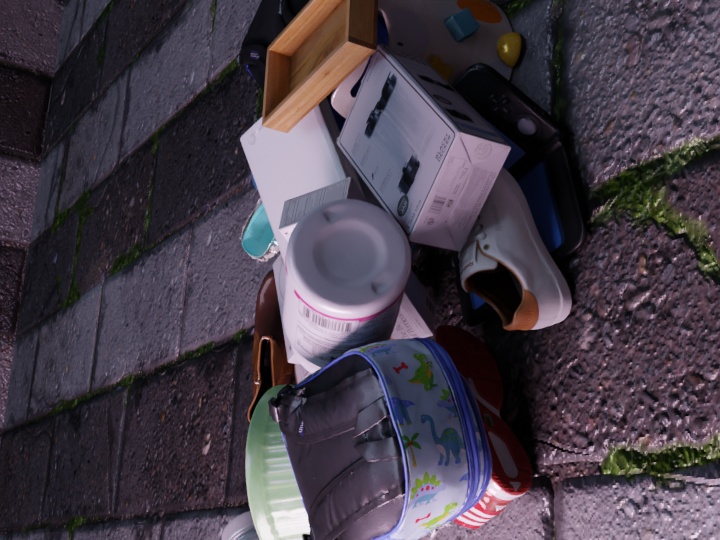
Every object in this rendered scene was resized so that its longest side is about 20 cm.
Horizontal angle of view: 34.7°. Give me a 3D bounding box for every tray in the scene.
[{"bbox_3d":[-0.043,-0.230,1.198,0.200,0.037,0.100,-33,50,56],"label":"tray"}]

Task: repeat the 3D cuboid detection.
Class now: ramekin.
[{"bbox_3d":[-0.031,0.213,1.209,0.097,0.200,0.202,-11,65,22],"label":"ramekin"}]

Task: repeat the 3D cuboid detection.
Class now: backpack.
[{"bbox_3d":[-0.029,-0.259,1.392,0.201,0.166,0.163,60,136,39],"label":"backpack"},{"bbox_3d":[0.029,0.155,1.036,0.200,0.146,0.185,-44,58,55],"label":"backpack"}]

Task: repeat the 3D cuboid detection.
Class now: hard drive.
[{"bbox_3d":[-0.060,-0.095,1.292,0.132,0.026,0.202,-36,67,38],"label":"hard drive"}]

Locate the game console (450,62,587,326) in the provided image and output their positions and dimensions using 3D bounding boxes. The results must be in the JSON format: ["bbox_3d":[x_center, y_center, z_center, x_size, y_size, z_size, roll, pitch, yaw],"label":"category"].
[{"bbox_3d":[0.113,-0.071,1.147,0.200,0.175,0.117,-42,15,47],"label":"game console"}]

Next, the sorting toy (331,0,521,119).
[{"bbox_3d":[0.060,-0.211,1.225,0.107,0.179,0.202,32,107,61],"label":"sorting toy"}]

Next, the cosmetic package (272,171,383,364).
[{"bbox_3d":[-0.032,-0.005,1.355,0.200,0.051,0.152,-52,40,39],"label":"cosmetic package"}]

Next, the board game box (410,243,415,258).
[{"bbox_3d":[0.015,-0.048,1.385,0.152,0.045,0.202,10,89,62],"label":"board game box"}]

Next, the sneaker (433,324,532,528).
[{"bbox_3d":[0.089,0.159,1.133,0.116,0.078,0.201,-53,36,36],"label":"sneaker"}]

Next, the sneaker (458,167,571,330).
[{"bbox_3d":[0.117,-0.033,1.078,0.201,0.084,0.073,59,139,22],"label":"sneaker"}]

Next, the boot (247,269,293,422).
[{"bbox_3d":[-0.118,0.089,1.455,0.200,0.068,0.190,44,-124,-86],"label":"boot"}]

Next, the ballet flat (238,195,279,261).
[{"bbox_3d":[-0.078,-0.096,1.372,0.200,0.071,0.072,-52,37,30],"label":"ballet flat"}]

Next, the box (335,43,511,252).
[{"bbox_3d":[0.054,-0.121,1.098,0.117,0.060,0.200,-66,33,23],"label":"box"}]

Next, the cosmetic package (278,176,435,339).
[{"bbox_3d":[0.000,0.000,1.214,0.082,0.200,0.051,-17,39,25],"label":"cosmetic package"}]

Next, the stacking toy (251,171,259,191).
[{"bbox_3d":[-0.044,-0.164,1.507,0.200,0.109,0.116,-48,28,20],"label":"stacking toy"}]

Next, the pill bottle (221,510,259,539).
[{"bbox_3d":[-0.106,0.384,1.367,0.111,0.110,0.201,-62,32,27],"label":"pill bottle"}]

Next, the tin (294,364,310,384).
[{"bbox_3d":[-0.038,0.138,1.420,0.112,0.041,0.201,-58,34,40],"label":"tin"}]

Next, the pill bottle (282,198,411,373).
[{"bbox_3d":[-0.018,0.027,1.097,0.200,0.112,0.114,102,167,-65],"label":"pill bottle"}]
